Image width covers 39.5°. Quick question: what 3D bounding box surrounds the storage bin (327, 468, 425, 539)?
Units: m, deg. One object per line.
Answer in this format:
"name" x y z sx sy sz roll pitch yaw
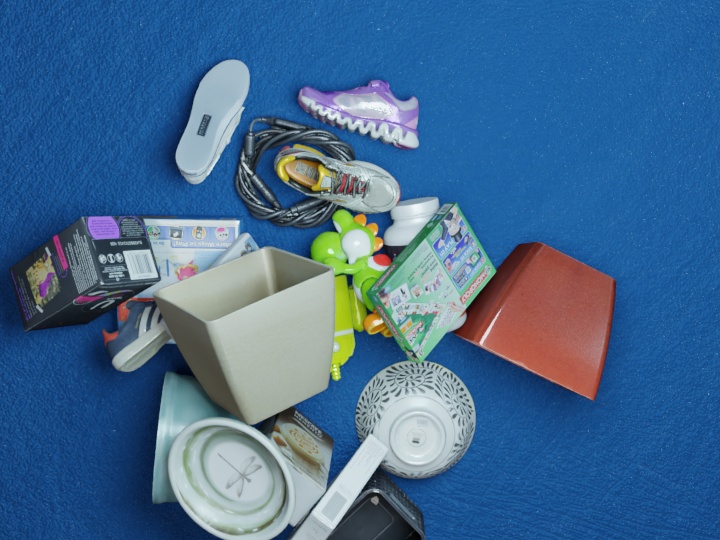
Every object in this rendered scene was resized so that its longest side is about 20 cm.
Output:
"storage bin" -0.002 0.442 1.639 0.200 0.094 0.135 -44 97 8

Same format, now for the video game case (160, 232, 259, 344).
"video game case" -0.187 0.077 1.530 0.200 0.022 0.183 -50 120 -31

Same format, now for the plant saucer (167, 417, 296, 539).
"plant saucer" -0.176 0.290 1.425 0.197 0.050 0.203 7 113 17

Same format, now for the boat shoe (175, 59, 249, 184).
"boat shoe" -0.222 -0.221 1.539 0.074 0.086 0.204 17 71 2

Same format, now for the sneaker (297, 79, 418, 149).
"sneaker" 0.004 -0.253 1.530 0.197 0.080 0.090 17 93 -7

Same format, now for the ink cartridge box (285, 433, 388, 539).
"ink cartridge box" -0.050 0.366 1.543 0.045 0.200 0.177 38 127 5

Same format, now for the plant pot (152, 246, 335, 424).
"plant pot" -0.147 0.095 1.413 0.198 0.199 0.179 -24 112 -28

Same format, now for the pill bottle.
"pill bottle" 0.097 -0.007 1.549 0.111 0.113 0.203 -9 99 2

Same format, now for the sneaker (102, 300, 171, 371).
"sneaker" -0.308 0.066 1.536 0.199 0.075 0.085 -34 71 -5

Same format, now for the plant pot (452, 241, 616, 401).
"plant pot" 0.277 0.065 1.526 0.198 0.200 0.178 25 89 -4

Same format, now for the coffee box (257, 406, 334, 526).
"coffee box" -0.112 0.293 1.559 0.114 0.200 0.080 40 101 -7

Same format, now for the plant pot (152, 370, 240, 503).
"plant pot" -0.247 0.264 1.566 0.132 0.200 0.203 5 100 -8

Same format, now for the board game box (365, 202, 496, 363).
"board game box" 0.107 0.017 1.469 0.200 0.029 0.135 -47 119 -26

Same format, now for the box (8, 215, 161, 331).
"box" -0.414 0.006 1.504 0.199 0.122 0.107 -26 77 34

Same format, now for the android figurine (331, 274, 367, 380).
"android figurine" -0.072 0.078 1.572 0.180 0.041 0.203 -8 94 -26

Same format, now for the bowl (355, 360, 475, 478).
"bowl" 0.090 0.254 1.604 0.197 0.094 0.204 0 101 0

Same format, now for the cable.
"cable" -0.095 -0.144 1.559 0.197 0.051 0.165 15 100 -2

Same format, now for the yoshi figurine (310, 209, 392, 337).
"yoshi figurine" -0.010 0.009 1.518 0.111 0.113 0.202 -16 67 -27

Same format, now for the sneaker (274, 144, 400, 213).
"sneaker" -0.037 -0.128 1.496 0.197 0.082 0.079 14 105 1

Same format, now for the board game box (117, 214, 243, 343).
"board game box" -0.283 0.014 1.587 0.197 0.056 0.199 1 100 1
